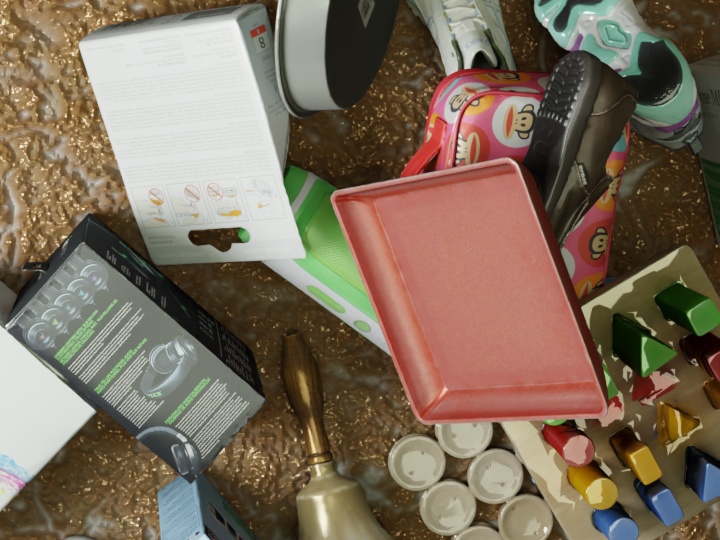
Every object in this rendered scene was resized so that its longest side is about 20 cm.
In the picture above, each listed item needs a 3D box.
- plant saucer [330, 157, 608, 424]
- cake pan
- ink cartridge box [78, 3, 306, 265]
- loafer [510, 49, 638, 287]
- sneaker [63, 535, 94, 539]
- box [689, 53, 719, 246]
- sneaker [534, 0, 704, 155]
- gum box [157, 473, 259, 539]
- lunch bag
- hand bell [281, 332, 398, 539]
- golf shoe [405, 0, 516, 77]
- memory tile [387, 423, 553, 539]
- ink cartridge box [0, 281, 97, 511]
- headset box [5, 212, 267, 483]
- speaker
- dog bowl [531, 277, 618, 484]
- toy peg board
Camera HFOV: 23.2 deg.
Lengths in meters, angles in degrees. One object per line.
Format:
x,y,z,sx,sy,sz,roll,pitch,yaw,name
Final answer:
0.086,0.015,1.296,0.037,0.200,0.200,-31,105,-40,plant saucer
-0.011,-0.212,1.357,0.037,0.200,0.200,14,98,16,cake pan
-0.123,-0.106,1.397,0.162,0.050,0.200,-3,116,33,ink cartridge box
0.156,-0.061,1.305,0.071,0.073,0.200,14,109,-22,loafer
-0.174,0.301,1.469,0.200,0.099,0.071,35,92,-13,sneaker
0.395,-0.107,1.424,0.200,0.199,0.172,-15,100,-5,box
0.218,-0.170,1.451,0.078,0.200,0.140,-33,147,8,sneaker
-0.093,0.257,1.420,0.045,0.200,0.170,-38,101,0,gum box
0.112,-0.056,1.377,0.176,0.082,0.200,1,111,-21,lunch bag
-0.037,0.152,1.481,0.104,0.104,0.200,-14,89,-5,hand bell
0.089,-0.200,1.423,0.078,0.097,0.200,-23,100,-2,golf shoe
0.137,0.163,1.529,0.200,0.017,0.153,-35,102,-1,memory tile
-0.324,0.118,1.396,0.200,0.145,0.145,-45,102,1,ink cartridge box
-0.182,0.052,1.388,0.200,0.174,0.093,42,92,-12,headset box
0.000,0.000,1.450,0.200,0.088,0.088,36,93,-11,speaker
0.189,0.097,1.465,0.050,0.111,0.200,16,97,4,dog bowl
0.225,0.117,1.362,0.200,0.098,0.199,-31,101,-1,toy peg board
